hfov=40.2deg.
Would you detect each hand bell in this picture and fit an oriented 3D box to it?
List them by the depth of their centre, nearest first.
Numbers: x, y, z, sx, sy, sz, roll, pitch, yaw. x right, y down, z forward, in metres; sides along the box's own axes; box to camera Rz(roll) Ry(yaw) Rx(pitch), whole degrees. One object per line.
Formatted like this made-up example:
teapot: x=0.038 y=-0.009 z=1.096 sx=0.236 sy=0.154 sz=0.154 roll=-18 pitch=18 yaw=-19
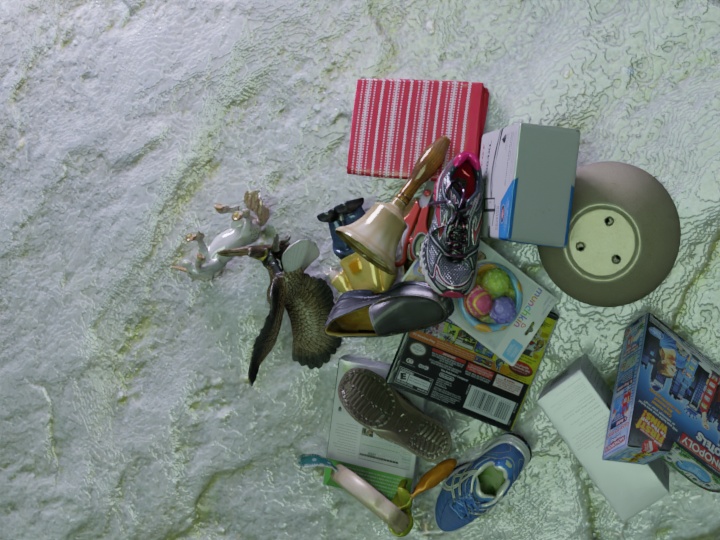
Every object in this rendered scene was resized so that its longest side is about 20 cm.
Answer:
hand bell: x=0.062 y=-0.106 z=1.372 sx=0.103 sy=0.104 sz=0.201 roll=34 pitch=84 yaw=11

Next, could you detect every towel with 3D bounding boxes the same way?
towel: x=0.082 y=-0.202 z=1.420 sx=0.196 sy=0.022 sz=0.148 roll=6 pitch=86 yaw=17

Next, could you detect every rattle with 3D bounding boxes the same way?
rattle: x=0.017 y=0.284 z=1.447 sx=0.199 sy=0.130 sz=0.144 roll=33 pitch=95 yaw=38

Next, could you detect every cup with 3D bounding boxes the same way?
cup: x=0.326 y=-0.043 z=1.310 sx=0.197 sy=0.143 sz=0.204 roll=2 pitch=96 yaw=16

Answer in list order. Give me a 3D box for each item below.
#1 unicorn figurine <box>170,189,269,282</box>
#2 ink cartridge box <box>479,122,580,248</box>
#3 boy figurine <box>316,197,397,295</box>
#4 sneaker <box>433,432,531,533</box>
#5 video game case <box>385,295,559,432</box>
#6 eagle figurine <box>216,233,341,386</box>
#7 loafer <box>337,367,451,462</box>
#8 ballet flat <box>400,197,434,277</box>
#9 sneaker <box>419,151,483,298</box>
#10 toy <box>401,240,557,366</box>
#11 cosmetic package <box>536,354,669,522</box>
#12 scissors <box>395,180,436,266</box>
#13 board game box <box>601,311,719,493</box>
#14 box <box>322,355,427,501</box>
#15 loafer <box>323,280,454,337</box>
unicorn figurine: x=-0.217 y=-0.037 z=1.501 sx=0.198 sy=0.137 sz=0.075 roll=-27 pitch=71 yaw=4
ink cartridge box: x=0.213 y=-0.110 z=1.296 sx=0.083 sy=0.200 sz=0.149 roll=5 pitch=92 yaw=-7
boy figurine: x=0.000 y=0.000 z=1.454 sx=0.123 sy=0.064 sz=0.203 roll=-18 pitch=91 yaw=30
sneaker: x=0.164 y=0.315 z=1.425 sx=0.075 sy=0.077 sz=0.201 roll=40 pitch=120 yaw=9
video game case: x=0.159 y=0.111 z=1.405 sx=0.197 sy=0.026 sz=0.183 roll=21 pitch=98 yaw=-4
eagle figurine: x=-0.113 y=0.055 z=1.471 sx=0.149 sy=0.151 sz=0.204 roll=-15 pitch=81 yaw=5
loafer: x=0.049 y=0.216 z=1.428 sx=0.199 sy=0.068 sz=0.076 roll=36 pitch=80 yaw=26
ballet flat: x=0.090 y=-0.004 z=1.430 sx=0.067 sy=0.063 sz=0.204 roll=-6 pitch=94 yaw=19
sneaker: x=0.124 y=-0.062 z=1.312 sx=0.079 sy=0.075 sz=0.204 roll=6 pitch=69 yaw=-6
toy: x=0.167 y=0.027 z=1.354 sx=0.199 sy=0.047 sz=0.116 roll=36 pitch=86 yaw=-2
cosmetic package: x=0.335 y=0.229 z=1.354 sx=0.081 sy=0.113 sz=0.201 roll=-39 pitch=85 yaw=17
scissors: x=0.086 y=-0.101 z=1.415 sx=0.072 sy=0.014 sz=0.204 roll=6 pitch=77 yaw=24
board game box: x=0.405 y=0.195 z=1.287 sx=0.199 sy=0.201 sz=0.062 roll=38 pitch=146 yaw=0
box: x=0.024 y=0.242 z=1.492 sx=0.142 sy=0.036 sz=0.204 roll=11 pitch=98 yaw=16
loafer: x=0.037 y=0.065 z=1.355 sx=0.198 sy=0.072 sz=0.074 roll=-12 pitch=113 yaw=38
